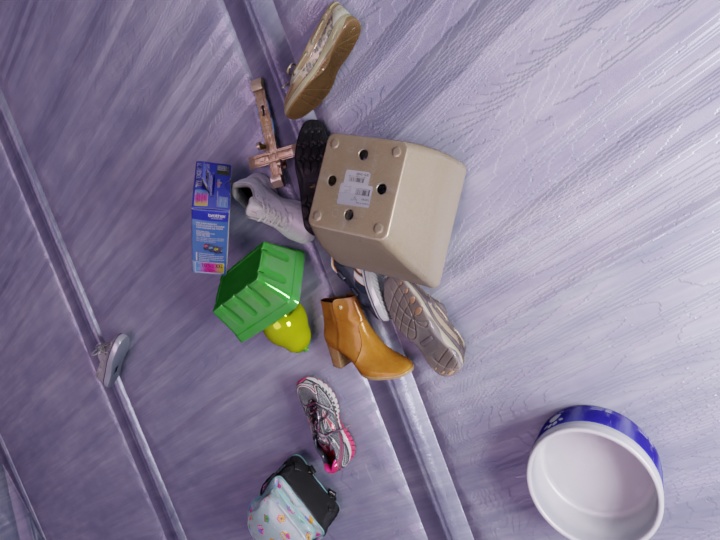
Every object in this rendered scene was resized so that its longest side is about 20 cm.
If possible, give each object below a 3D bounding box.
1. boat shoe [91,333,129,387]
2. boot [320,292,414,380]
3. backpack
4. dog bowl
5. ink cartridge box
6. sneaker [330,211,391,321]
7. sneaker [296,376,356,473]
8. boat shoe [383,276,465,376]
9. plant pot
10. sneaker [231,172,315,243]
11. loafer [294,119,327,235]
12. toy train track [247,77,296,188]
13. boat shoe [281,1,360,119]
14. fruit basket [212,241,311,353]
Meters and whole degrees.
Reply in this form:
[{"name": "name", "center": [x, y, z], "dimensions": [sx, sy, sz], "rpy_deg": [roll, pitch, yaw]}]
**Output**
[{"name": "boat shoe", "center": [-0.699, 0.232, 1.481], "dimensions": [0.085, 0.075, 0.204], "rpy_deg": [32, 127, 0]}, {"name": "boot", "center": [0.005, 0.118, 1.008], "dimensions": [0.196, 0.070, 0.150], "rpy_deg": [3, 109, 36]}, {"name": "backpack", "center": [-0.164, 0.549, 1.203], "dimensions": [0.176, 0.153, 0.201], "rpy_deg": [44, 129, 6]}, {"name": "dog bowl", "center": [0.365, 0.322, 0.841], "dimensions": [0.194, 0.078, 0.208], "rpy_deg": [10, 109, 29]}, {"name": "ink cartridge box", "center": [-0.291, -0.113, 1.053], "dimensions": [0.203, 0.073, 0.140], "rpy_deg": [110, 158, -44]}, {"name": "sneaker", "center": [0.000, 0.000, 0.974], "dimensions": [0.078, 0.078, 0.207], "rpy_deg": [-23, 81, 29]}, {"name": "sneaker", "center": [-0.077, 0.318, 1.120], "dimensions": [0.080, 0.074, 0.205], "rpy_deg": [-30, 87, 34]}, {"name": "boat shoe", "center": [0.112, 0.086, 0.932], "dimensions": [0.074, 0.073, 0.203], "rpy_deg": [-33, 91, 37]}, {"name": "plant pot", "center": [0.030, -0.107, 0.822], "dimensions": [0.194, 0.176, 0.208], "rpy_deg": [13, 86, 27]}, {"name": "sneaker", "center": [-0.174, -0.110, 1.033], "dimensions": [0.197, 0.099, 0.080], "rpy_deg": [34, 119, 18]}, {"name": "loafer", "center": [-0.084, -0.167, 0.980], "dimensions": [0.065, 0.070, 0.209], "rpy_deg": [-3, 89, 0]}, {"name": "toy train track", "center": [-0.179, -0.260, 1.018], "dimensions": [0.111, 0.032, 0.208], "rpy_deg": [-11, 93, 17]}, {"name": "boat shoe", "center": [-0.076, -0.354, 0.921], "dimensions": [0.063, 0.073, 0.201], "rpy_deg": [47, 113, 17]}, {"name": "fruit basket", "center": [-0.172, 0.068, 1.088], "dimensions": [0.207, 0.160, 0.219], "rpy_deg": [1, 141, 1]}]
